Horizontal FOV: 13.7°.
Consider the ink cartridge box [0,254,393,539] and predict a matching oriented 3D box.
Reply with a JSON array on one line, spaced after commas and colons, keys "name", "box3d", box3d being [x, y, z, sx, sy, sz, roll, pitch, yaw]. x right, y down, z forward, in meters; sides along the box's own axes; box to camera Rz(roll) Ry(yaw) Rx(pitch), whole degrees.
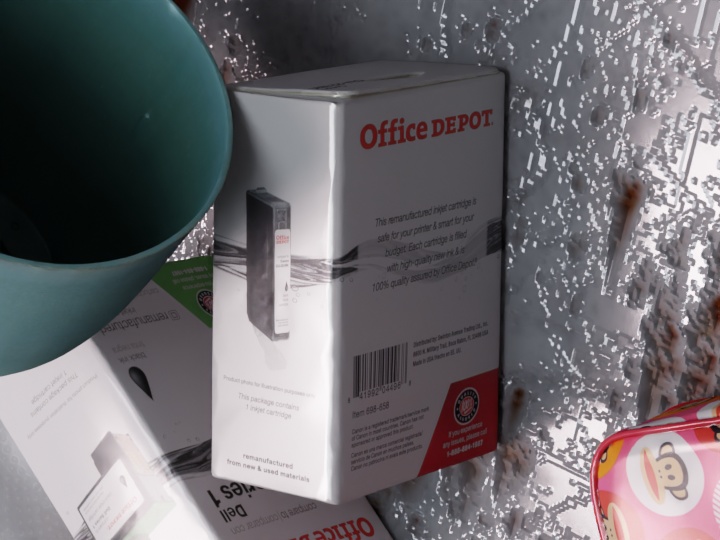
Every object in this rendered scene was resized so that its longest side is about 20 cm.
[{"name": "ink cartridge box", "box3d": [-0.091, 0.102, 1.585, 0.084, 0.146, 0.200, -42, 74, 29]}]

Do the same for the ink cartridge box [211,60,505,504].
[{"name": "ink cartridge box", "box3d": [0.000, 0.000, 1.496, 0.083, 0.144, 0.201, 10, 104, 36]}]

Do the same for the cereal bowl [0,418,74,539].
[{"name": "cereal bowl", "box3d": [-0.184, 0.108, 1.629, 0.083, 0.200, 0.201, -36, 77, 27]}]

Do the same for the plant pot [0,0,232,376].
[{"name": "plant pot", "box3d": [-0.181, -0.041, 1.448, 0.201, 0.200, 0.161, 53, 141, 16]}]

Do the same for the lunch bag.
[{"name": "lunch bag", "box3d": [0.188, 0.158, 1.424, 0.176, 0.082, 0.201, -12, 92, 39]}]
